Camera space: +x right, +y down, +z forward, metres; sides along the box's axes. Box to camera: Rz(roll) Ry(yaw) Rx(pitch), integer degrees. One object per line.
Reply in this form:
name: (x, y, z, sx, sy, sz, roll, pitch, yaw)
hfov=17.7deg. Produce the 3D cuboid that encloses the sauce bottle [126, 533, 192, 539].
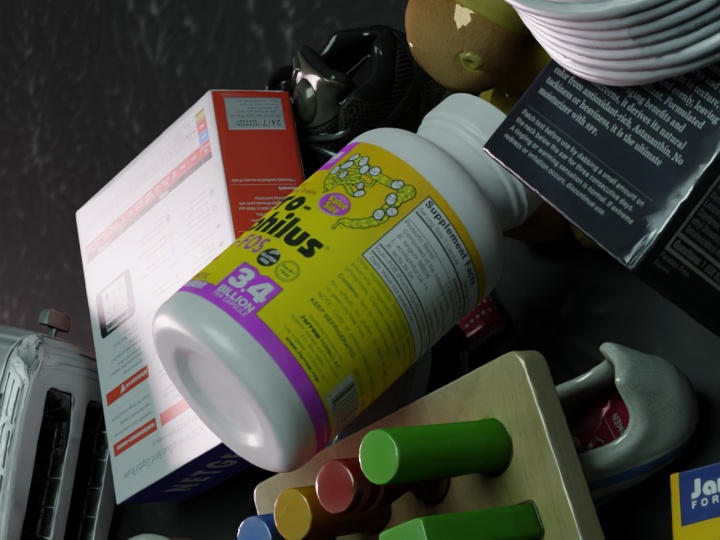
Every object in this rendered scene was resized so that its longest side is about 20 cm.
sauce bottle: (-0.087, 0.167, 1.133, 0.064, 0.200, 0.065, -2, 74, 7)

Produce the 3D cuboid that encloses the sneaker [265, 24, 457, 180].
sneaker: (-0.022, -0.047, 1.269, 0.076, 0.114, 0.200, 22, 83, 43)

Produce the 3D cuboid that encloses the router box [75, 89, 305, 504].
router box: (-0.089, 0.019, 1.275, 0.200, 0.049, 0.180, -32, 63, 56)

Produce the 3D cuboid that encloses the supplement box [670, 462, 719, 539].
supplement box: (0.208, 0.182, 0.980, 0.108, 0.109, 0.201, -19, 56, 32)

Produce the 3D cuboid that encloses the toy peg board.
toy peg board: (0.016, 0.167, 1.094, 0.199, 0.098, 0.201, -30, 70, 39)

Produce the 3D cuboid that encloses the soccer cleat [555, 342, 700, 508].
soccer cleat: (0.077, 0.106, 1.148, 0.200, 0.086, 0.070, -42, 47, 16)

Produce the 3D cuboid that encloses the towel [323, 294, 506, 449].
towel: (-0.011, 0.009, 1.321, 0.145, 0.022, 0.200, -42, 49, 13)

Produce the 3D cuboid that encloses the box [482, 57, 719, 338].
box: (0.199, -0.068, 1.057, 0.199, 0.200, 0.123, -52, 45, 5)

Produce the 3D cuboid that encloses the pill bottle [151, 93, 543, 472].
pill bottle: (0.000, 0.000, 1.139, 0.200, 0.105, 0.104, -42, 40, -23)

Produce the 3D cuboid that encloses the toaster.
toaster: (-0.220, 0.121, 1.374, 0.129, 0.113, 0.201, 0, 74, 38)

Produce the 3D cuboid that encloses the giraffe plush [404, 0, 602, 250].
giraffe plush: (0.094, -0.129, 1.202, 0.172, 0.162, 0.201, 10, 75, 43)

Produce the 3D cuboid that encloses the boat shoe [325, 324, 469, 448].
boat shoe: (0.009, 0.117, 1.219, 0.075, 0.060, 0.201, 28, 101, 39)

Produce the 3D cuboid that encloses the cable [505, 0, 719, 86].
cable: (0.135, -0.178, 0.980, 0.199, 0.069, 0.201, -3, 64, 41)
